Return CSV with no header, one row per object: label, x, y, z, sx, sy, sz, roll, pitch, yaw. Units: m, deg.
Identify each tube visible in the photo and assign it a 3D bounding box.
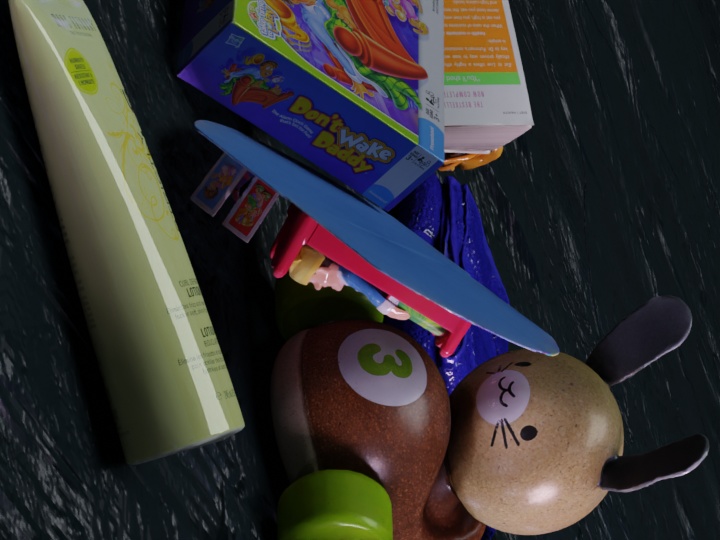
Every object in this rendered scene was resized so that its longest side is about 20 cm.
tube,-0.099,-0.023,1.125,0.058,0.052,0.201,-24,-97,64

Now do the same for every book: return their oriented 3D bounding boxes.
book,0.014,-0.168,1.557,0.133,0.048,0.201,0,73,-31

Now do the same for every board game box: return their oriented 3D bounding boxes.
board game box,-0.021,-0.141,1.410,0.134,0.045,0.201,32,37,-26
board game box,0.000,0.000,1.299,0.200,0.039,0.158,38,9,36

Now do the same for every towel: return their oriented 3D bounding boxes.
towel,0.059,0.045,1.651,0.200,0.049,0.148,-83,154,-55

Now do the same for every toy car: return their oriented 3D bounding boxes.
toy car,0.068,0.075,1.354,0.158,0.199,0.165,60,21,-47

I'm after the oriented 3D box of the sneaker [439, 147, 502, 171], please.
sneaker,0.050,-0.098,1.671,0.078,0.078,0.200,66,15,1
